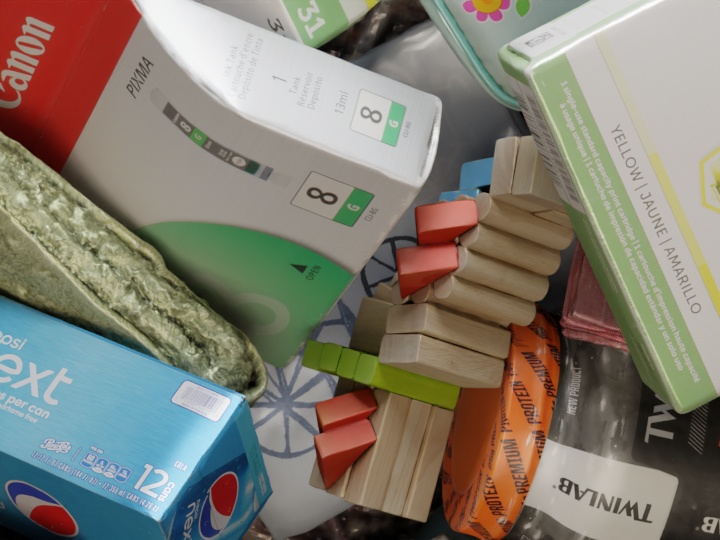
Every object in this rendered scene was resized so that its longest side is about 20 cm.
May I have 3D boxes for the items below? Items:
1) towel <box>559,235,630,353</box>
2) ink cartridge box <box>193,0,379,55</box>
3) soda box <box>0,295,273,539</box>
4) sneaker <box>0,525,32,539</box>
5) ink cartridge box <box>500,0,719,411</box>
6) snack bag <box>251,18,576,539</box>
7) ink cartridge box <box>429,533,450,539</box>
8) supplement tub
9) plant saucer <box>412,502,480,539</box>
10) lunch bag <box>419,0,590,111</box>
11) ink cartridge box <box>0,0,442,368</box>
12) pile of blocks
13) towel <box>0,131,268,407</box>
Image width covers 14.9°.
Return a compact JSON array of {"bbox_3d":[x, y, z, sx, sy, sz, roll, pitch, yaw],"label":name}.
[{"bbox_3d":[0.184,-0.006,1.099,0.200,0.144,0.023,20,150,-7],"label":"towel"},{"bbox_3d":[-0.035,-0.150,1.011,0.048,0.200,0.146,-37,113,-23],"label":"ink cartridge box"},{"bbox_3d":[-0.137,0.057,1.085,0.200,0.064,0.068,22,149,25],"label":"soda box"},{"bbox_3d":[-0.154,0.114,1.190,0.200,0.085,0.075,36,112,-14],"label":"sneaker"},{"bbox_3d":[0.169,-0.059,1.010,0.200,0.048,0.146,-28,107,-5],"label":"ink cartridge box"},{"bbox_3d":[0.000,0.000,1.165,0.200,0.021,0.189,-28,111,12],"label":"snack bag"},{"bbox_3d":[0.018,0.218,1.222,0.196,0.043,0.200,-27,107,26],"label":"ink cartridge box"},{"bbox_3d":[0.141,0.078,1.128,0.199,0.123,0.123,11,115,-11],"label":"supplement tub"},{"bbox_3d":[0.110,0.172,1.230,0.200,0.039,0.201,1,116,3],"label":"plant saucer"},{"bbox_3d":[0.067,-0.170,1.048,0.160,0.077,0.200,-28,110,12],"label":"lunch bag"},{"bbox_3d":[-0.089,-0.046,1.063,0.200,0.050,0.161,19,148,-12],"label":"ink cartridge box"},{"bbox_3d":[0.024,0.006,1.070,0.062,0.082,0.200,18,110,-39],"label":"pile of blocks"},{"bbox_3d":[-0.139,0.005,1.114,0.200,0.037,0.148,39,151,-8],"label":"towel"}]
